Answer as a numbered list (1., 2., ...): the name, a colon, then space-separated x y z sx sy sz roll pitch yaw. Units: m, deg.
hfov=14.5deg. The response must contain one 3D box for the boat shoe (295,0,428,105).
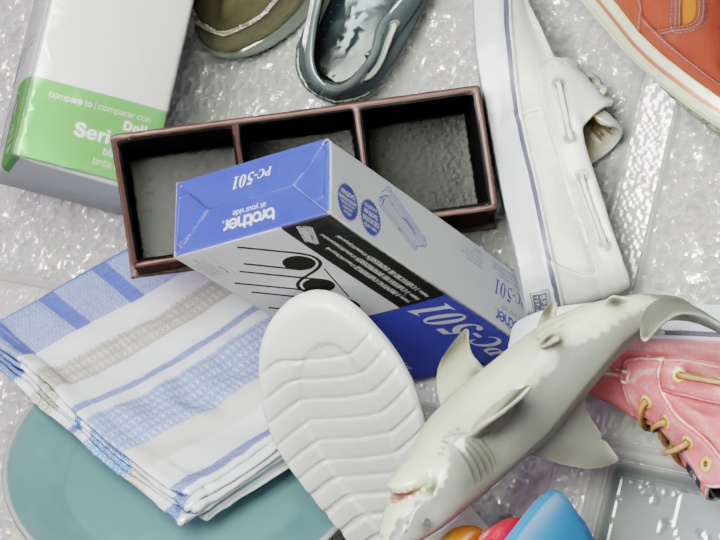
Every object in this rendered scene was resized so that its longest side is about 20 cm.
1. boat shoe: 0.022 -0.183 1.551 0.073 0.062 0.201 26 98 1

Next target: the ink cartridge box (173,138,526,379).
1. ink cartridge box: 0.000 0.000 1.445 0.094 0.200 0.044 -15 62 30

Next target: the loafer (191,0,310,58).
1. loafer: -0.039 -0.212 1.608 0.075 0.070 0.200 41 100 34

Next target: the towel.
1. towel: -0.101 0.053 1.551 0.200 0.146 0.024 35 142 37

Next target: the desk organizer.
1. desk organizer: -0.030 -0.047 1.491 0.199 0.077 0.072 -8 85 -1

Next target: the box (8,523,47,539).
1. box: -0.106 0.234 1.498 0.200 0.128 0.109 34 98 35

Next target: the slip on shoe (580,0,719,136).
1. slip on shoe: 0.173 -0.119 1.448 0.061 0.074 0.200 -45 53 11

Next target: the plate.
1. plate: -0.093 0.108 1.522 0.199 0.026 0.201 -1 40 1

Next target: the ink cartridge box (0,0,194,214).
1. ink cartridge box: -0.143 -0.144 1.607 0.084 0.146 0.201 14 84 -10

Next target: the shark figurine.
1. shark figurine: 0.109 0.062 1.373 0.214 0.089 0.128 -35 23 27

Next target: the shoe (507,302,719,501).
1. shoe: 0.160 0.068 1.403 0.199 0.071 0.092 -2 73 29

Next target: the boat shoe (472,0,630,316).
1. boat shoe: 0.102 -0.074 1.490 0.069 0.071 0.201 -10 64 1

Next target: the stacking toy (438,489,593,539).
1. stacking toy: 0.017 0.180 1.420 0.199 0.110 0.117 -5 107 25

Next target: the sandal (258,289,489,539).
1. sandal: 0.010 0.096 1.455 0.082 0.050 0.203 -21 109 19
